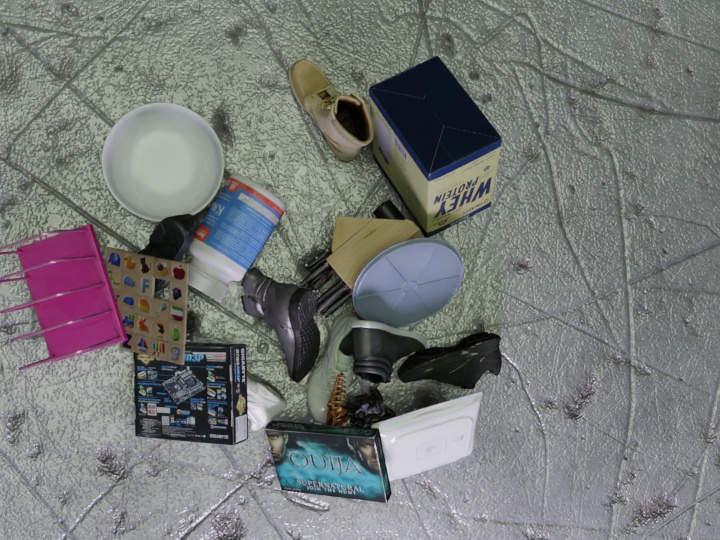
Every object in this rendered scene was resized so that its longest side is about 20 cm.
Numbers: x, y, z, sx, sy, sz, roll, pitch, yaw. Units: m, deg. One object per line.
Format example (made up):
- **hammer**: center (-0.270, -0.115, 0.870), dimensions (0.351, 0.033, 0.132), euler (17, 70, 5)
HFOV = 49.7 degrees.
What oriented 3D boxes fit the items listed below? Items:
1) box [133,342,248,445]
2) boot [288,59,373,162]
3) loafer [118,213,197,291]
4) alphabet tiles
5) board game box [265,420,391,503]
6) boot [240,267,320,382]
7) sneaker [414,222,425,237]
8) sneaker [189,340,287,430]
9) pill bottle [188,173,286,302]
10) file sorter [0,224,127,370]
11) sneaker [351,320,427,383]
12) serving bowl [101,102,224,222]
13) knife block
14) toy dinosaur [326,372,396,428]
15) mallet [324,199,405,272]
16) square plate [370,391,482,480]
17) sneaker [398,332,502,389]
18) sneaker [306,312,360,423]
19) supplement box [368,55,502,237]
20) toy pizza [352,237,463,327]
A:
- **box**: center (-0.282, 0.198, 1.279), dimensions (0.199, 0.046, 0.160), euler (-1, 91, 24)
- **boot**: center (-0.050, -0.288, 1.330), dimensions (0.073, 0.155, 0.200), euler (-30, 94, -10)
- **loafer**: center (-0.335, -0.017, 1.297), dimensions (0.200, 0.072, 0.073), euler (-41, 92, 25)
- **alphabet tiles**: center (-0.365, 0.054, 1.274), dimensions (0.199, 0.008, 0.168), euler (11, 103, 24)
- **board game box**: center (-0.054, 0.319, 1.304), dimensions (0.199, 0.028, 0.136), euler (-1, 116, 22)
- **boot**: center (-0.140, 0.091, 1.346), dimensions (0.131, 0.070, 0.201), euler (20, 125, 25)
- **sneaker**: center (0.083, -0.006, 1.392), dimensions (0.084, 0.075, 0.200), euler (40, 92, -5)
- **sneaker**: center (-0.227, 0.202, 1.329), dimensions (0.200, 0.078, 0.099), euler (40, 87, -5)
- **pill bottle**: center (-0.221, -0.052, 1.316), dimensions (0.112, 0.112, 0.200), euler (31, 82, -8)
- **file sorter**: center (-0.489, 0.043, 1.239), dimensions (0.139, 0.125, 0.201), euler (-16, 92, 11)
- **sneaker**: center (0.047, 0.148, 1.340), dimensions (0.200, 0.071, 0.100), euler (19, 74, -52)
- **serving bowl**: center (-0.333, -0.179, 1.322), dimensions (0.199, 0.066, 0.201), euler (0, 89, -11)
- **knife block**: center (0.000, 0.000, 1.331), dimensions (0.199, 0.064, 0.176), euler (4, 81, 15)
- **toy dinosaur**: center (-0.010, 0.263, 1.335), dimensions (0.135, 0.200, 0.102), euler (-20, 54, -13)
- **mallet**: center (-0.011, -0.054, 1.395), dimensions (0.200, 0.041, 0.066), euler (-30, 93, -6)
- **square plate**: center (0.116, 0.296, 1.342), dimensions (0.197, 0.200, 0.028), euler (-15, 50, -10)
- **sneaker**: center (0.167, 0.178, 1.404), dimensions (0.199, 0.076, 0.091), euler (-14, 101, -6)
- **sneaker**: center (-0.043, 0.171, 1.360), dimensions (0.070, 0.080, 0.201), euler (17, 87, -11)
- **supplement box**: center (0.120, -0.202, 1.305), dimensions (0.134, 0.200, 0.200), euler (-26, 65, -9)
- **toy pizza**: center (0.079, 0.018, 1.321), dimensions (0.199, 0.032, 0.201), euler (-12, 134, -13)
